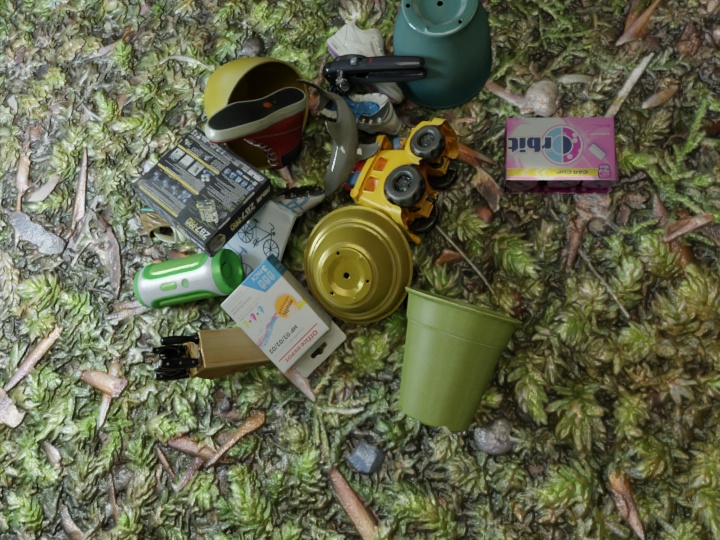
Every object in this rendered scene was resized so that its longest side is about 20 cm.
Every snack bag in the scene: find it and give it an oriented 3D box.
[{"bbox_3d":[-0.212,-0.058,1.139,0.186,0.021,0.204,32,114,22],"label":"snack bag"}]

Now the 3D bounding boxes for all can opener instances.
[{"bbox_3d":[0.023,-0.358,1.115,0.195,0.063,0.081,6,77,27],"label":"can opener"}]

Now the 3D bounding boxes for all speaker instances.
[{"bbox_3d":[-0.313,0.016,1.140,0.195,0.088,0.091,-11,74,23],"label":"speaker"}]

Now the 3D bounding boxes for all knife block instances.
[{"bbox_3d":[-0.251,0.138,1.073,0.194,0.176,0.066,-15,75,5],"label":"knife block"}]

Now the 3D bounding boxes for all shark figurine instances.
[{"bbox_3d":[-0.045,-0.258,1.106,0.126,0.088,0.221,-22,70,32],"label":"shark figurine"}]

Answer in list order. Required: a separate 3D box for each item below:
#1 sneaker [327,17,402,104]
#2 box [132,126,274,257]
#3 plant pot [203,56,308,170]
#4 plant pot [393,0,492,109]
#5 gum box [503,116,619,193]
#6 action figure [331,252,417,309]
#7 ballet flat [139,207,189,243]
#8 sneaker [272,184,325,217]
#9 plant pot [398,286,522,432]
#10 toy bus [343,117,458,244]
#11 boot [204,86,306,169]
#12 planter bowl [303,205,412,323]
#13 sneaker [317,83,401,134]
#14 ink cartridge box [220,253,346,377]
[{"bbox_3d":[0.022,-0.405,1.204,0.099,0.075,0.201,-43,74,4],"label":"sneaker"},{"bbox_3d":[-0.269,-0.140,1.080,0.198,0.050,0.162,34,69,23],"label":"box"},{"bbox_3d":[-0.214,-0.311,1.180,0.141,0.200,0.202,32,83,34],"label":"plant pot"},{"bbox_3d":[0.144,-0.429,1.134,0.193,0.188,0.207,-2,77,9],"label":"plant pot"},{"bbox_3d":[0.353,-0.202,1.108,0.193,0.066,0.117,1,76,10],"label":"gum box"},{"bbox_3d":[0.000,0.000,1.123,0.195,0.069,0.134,21,88,17],"label":"action figure"},{"bbox_3d":[-0.344,-0.089,1.175,0.196,0.067,0.075,-3,101,37],"label":"ballet flat"},{"bbox_3d":[-0.147,-0.102,1.166,0.195,0.072,0.074,-21,109,16],"label":"sneaker"},{"bbox_3d":[0.140,0.146,1.014,0.195,0.200,0.196,17,91,13],"label":"plant pot"},{"bbox_3d":[0.063,-0.177,1.131,0.188,0.136,0.204,22,79,30],"label":"toy bus"},{"bbox_3d":[-0.180,-0.225,1.109,0.197,0.147,0.072,-27,55,-32],"label":"boot"},{"bbox_3d":[-0.015,0.001,1.043,0.194,0.083,0.207,3,103,14],"label":"planter bowl"},{"bbox_3d":[-0.002,-0.296,1.191,0.198,0.086,0.076,32,91,39],"label":"sneaker"},{"bbox_3d":[-0.127,0.088,1.079,0.115,0.068,0.200,-42,96,7],"label":"ink cartridge box"}]
